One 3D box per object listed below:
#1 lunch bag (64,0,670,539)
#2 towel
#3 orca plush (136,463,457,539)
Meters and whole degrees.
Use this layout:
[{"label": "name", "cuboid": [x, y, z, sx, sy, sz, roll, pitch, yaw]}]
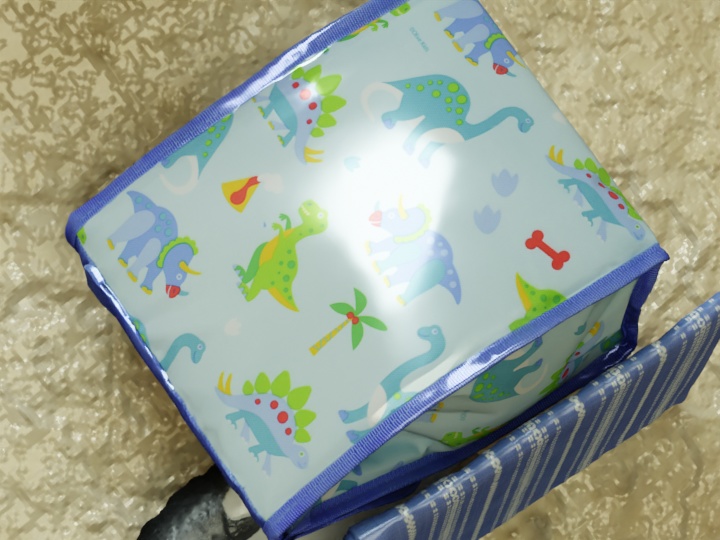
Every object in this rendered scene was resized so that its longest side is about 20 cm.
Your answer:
[{"label": "lunch bag", "cuboid": [0.000, 0.000, 1.058, 0.199, 0.128, 0.170, -30, 69, -18]}, {"label": "towel", "cuboid": [0.071, 0.082, 1.106, 0.199, 0.145, 0.024, -33, 76, -12]}, {"label": "orca plush", "cuboid": [-0.052, 0.101, 1.129, 0.199, 0.071, 0.105, -36, 147, -1]}]
